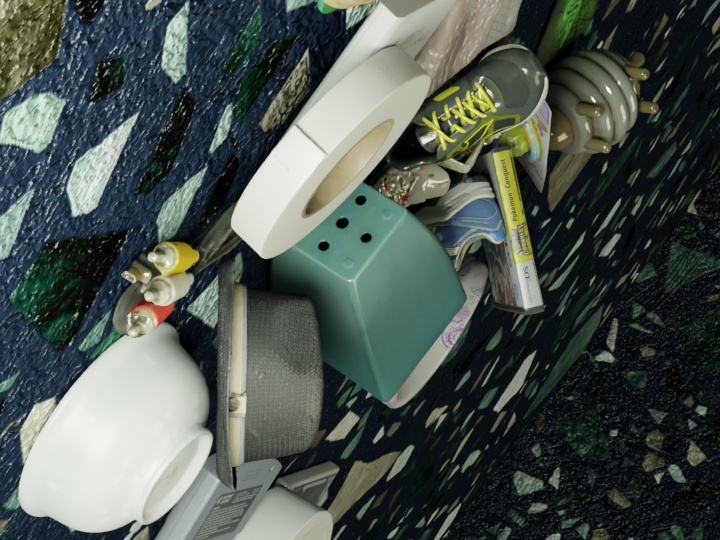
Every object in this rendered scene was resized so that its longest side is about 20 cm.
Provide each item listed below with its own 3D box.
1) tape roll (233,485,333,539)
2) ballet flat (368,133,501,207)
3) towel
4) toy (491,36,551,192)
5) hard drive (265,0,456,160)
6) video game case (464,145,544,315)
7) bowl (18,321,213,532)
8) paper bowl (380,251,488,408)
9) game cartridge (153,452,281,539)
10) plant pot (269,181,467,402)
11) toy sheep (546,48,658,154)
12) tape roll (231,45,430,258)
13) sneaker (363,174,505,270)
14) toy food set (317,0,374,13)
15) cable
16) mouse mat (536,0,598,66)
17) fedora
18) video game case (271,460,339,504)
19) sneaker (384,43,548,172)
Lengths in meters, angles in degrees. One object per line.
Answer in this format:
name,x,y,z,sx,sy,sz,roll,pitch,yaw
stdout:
tape roll,-0.114,0.370,1.932,0.203,0.070,0.203,-54,160,-30
ballet flat,0.080,-0.117,1.647,0.200,0.064,0.076,-46,163,-31
towel,0.117,-0.271,1.500,0.191,0.032,0.201,-41,158,-43
toy,0.164,-0.167,1.744,0.047,0.116,0.200,-24,159,-10
hard drive,0.005,-0.162,1.304,0.132,0.026,0.200,-37,170,-50
video game case,0.159,-0.044,1.771,0.025,0.182,0.200,-12,-178,-5
bowl,-0.188,0.149,1.331,0.201,0.090,0.201,-51,164,-20
paper bowl,0.055,0.051,1.839,0.201,0.104,0.201,-50,163,-21
game cartridge,-0.155,0.255,1.752,0.134,0.041,0.200,-62,164,5
plant pot,0.000,0.000,1.514,0.142,0.141,0.200,-51,157,-16
toy sheep,0.289,-0.212,1.956,0.199,0.138,0.138,-34,156,-27
tape roll,-0.022,-0.094,1.263,0.203,0.037,0.203,-46,174,-7
sneaker,0.064,-0.022,1.683,0.199,0.077,0.076,-32,173,13
toy food set,0.021,-0.279,1.159,0.201,0.048,0.198,-58,165,6
cable,-0.133,0.002,1.263,0.200,0.050,0.098,-28,144,-59
mouse mat,0.263,-0.330,1.872,0.161,0.008,0.201,-42,159,-40
fedora,-0.079,0.088,1.361,0.201,0.091,0.202,-179,-90,-85
video game case,-0.112,0.343,2.090,0.183,0.023,0.200,-58,165,10
sneaker,0.099,-0.145,1.510,0.200,0.075,0.085,-33,-175,46
